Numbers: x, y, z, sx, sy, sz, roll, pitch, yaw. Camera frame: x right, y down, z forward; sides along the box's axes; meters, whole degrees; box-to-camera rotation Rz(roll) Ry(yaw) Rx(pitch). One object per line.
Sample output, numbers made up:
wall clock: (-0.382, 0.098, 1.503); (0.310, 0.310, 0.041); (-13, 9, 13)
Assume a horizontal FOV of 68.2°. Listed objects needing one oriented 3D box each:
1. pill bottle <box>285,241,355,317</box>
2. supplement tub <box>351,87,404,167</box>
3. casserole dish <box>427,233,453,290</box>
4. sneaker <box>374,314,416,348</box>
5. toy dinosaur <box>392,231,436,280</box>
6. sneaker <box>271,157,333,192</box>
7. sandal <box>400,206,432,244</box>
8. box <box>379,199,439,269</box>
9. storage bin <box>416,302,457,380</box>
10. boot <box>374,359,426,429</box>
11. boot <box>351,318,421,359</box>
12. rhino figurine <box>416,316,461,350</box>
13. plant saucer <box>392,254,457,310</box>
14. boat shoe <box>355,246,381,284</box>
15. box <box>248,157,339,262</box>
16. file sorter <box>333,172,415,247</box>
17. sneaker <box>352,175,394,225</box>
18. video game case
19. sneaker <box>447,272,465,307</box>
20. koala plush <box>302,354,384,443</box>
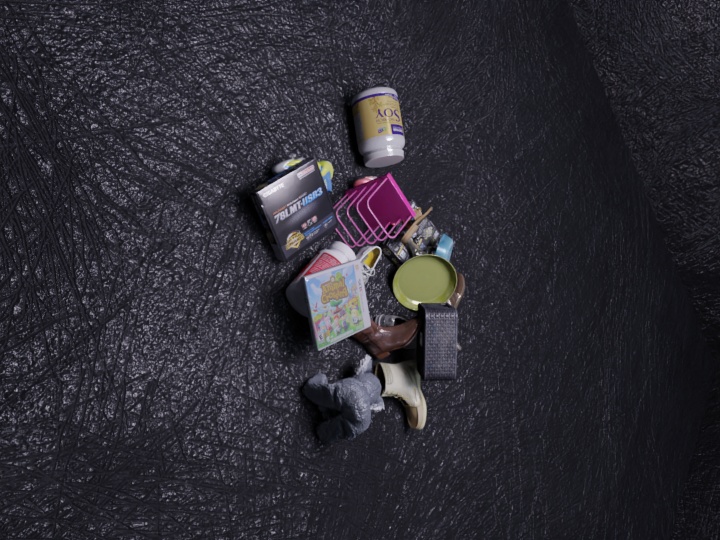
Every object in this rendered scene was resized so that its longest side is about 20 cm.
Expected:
pill bottle: (-0.098, 0.019, 1.402); (0.113, 0.111, 0.201); (52, 54, -20)
supplement tub: (0.055, -0.425, 1.592); (0.144, 0.144, 0.204); (-7, 86, -40)
casserole dish: (0.253, -0.018, 1.676); (0.121, 0.038, 0.203); (-50, 155, -55)
sneaker: (0.134, 0.185, 1.586); (0.198, 0.081, 0.076); (22, 68, -35)
toy dinosaur: (0.182, -0.062, 1.638); (0.088, 0.047, 0.201); (-43, 108, -28)
sneaker: (-0.146, -0.243, 1.435); (0.198, 0.075, 0.107); (-11, 89, -41)
sandal: (0.154, -0.160, 1.609); (0.069, 0.078, 0.212); (38, 42, 0)
box: (0.159, -0.096, 1.682); (0.161, 0.049, 0.202); (44, 58, -24)
storage bin: (0.214, 0.200, 1.511); (0.092, 0.135, 0.204); (-1, 96, -3)
boot: (0.112, 0.364, 1.541); (0.153, 0.072, 0.204); (5, 72, -40)
boot: (0.046, 0.146, 1.473); (0.200, 0.186, 0.065); (42, 18, -26)
rhino figurine: (0.252, 0.195, 1.672); (0.199, 0.087, 0.060); (39, 88, -22)
plant saucer: (0.195, 0.032, 1.623); (0.200, 0.199, 0.031); (44, 19, -25)
boat shoe: (0.003, 0.003, 1.507); (0.075, 0.085, 0.203); (53, 53, -19)
box: (-0.165, -0.157, 1.373); (0.199, 0.049, 0.201); (-36, 123, -30)
file sorter: (0.023, -0.155, 1.482); (0.140, 0.199, 0.126); (53, 57, -19)
sneaker: (0.058, -0.206, 1.588); (0.199, 0.073, 0.088); (32, 47, -32)
video game case: (-0.057, 0.083, 1.347); (0.198, 0.022, 0.186); (-19, 102, -45)
sneaker: (0.284, 0.082, 1.739); (0.075, 0.070, 0.202); (37, 60, -28)
koala plush: (-0.012, 0.330, 1.393); (0.199, 0.182, 0.180); (-23, 97, -52)
